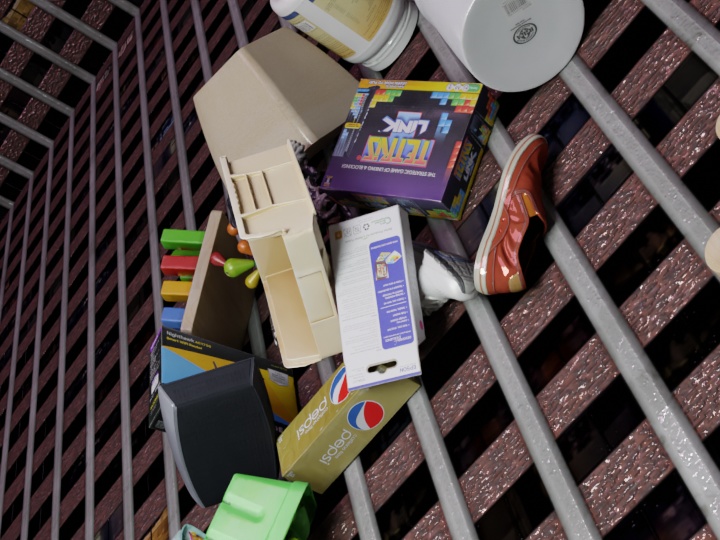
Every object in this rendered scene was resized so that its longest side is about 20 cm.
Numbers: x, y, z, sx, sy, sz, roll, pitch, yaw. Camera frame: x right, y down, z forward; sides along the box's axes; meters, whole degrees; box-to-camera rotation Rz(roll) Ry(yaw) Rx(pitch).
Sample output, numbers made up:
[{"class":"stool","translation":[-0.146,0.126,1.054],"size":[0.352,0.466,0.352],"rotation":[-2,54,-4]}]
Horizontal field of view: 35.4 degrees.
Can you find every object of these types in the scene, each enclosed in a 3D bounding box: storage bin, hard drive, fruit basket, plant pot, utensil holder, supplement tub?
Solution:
[{"class":"storage bin","translation":[-0.089,-0.019,1.378],"size":[0.092,0.202,0.200],"rotation":[-17,37,-3]},{"class":"hard drive","translation":[-0.167,0.206,1.388],"size":[0.133,0.202,0.043],"rotation":[-16,39,-10]},{"class":"fruit basket","translation":[-0.085,0.346,1.269],"size":[0.156,0.212,0.219],"rotation":[84,-161,-65]},{"class":"plant pot","translation":[-0.132,-0.245,1.705],"size":[0.199,0.178,0.200],"rotation":[-35,4,40]},{"class":"utensil holder","translation":[0.167,-0.333,1.386],"size":[0.170,0.169,0.201],"rotation":[-50,33,20]},{"class":"supplement tub","translation":[-0.023,-0.410,1.729],"size":[0.144,0.198,0.146],"rotation":[-39,36,35]}]

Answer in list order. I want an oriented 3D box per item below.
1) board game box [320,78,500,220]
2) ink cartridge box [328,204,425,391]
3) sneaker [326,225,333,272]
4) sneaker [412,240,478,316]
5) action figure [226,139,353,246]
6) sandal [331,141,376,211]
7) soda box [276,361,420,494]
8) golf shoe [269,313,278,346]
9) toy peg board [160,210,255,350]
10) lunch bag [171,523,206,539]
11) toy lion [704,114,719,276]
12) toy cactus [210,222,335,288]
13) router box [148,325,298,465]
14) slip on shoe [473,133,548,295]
[{"class":"board game box","translation":[0.061,-0.159,1.450],"size":[0.198,0.057,0.168],"rotation":[9,71,38]},{"class":"ink cartridge box","translation":[0.020,0.033,1.294],"size":[0.093,0.037,0.203],"rotation":[-15,68,23]},{"class":"sneaker","translation":[0.000,0.000,1.442],"size":[0.069,0.095,0.200],"rotation":[-14,18,-4]},{"class":"sneaker","translation":[0.083,0.017,1.335],"size":[0.200,0.073,0.089],"rotation":[22,97,68]},{"class":"action figure","translation":[-0.079,-0.106,1.541],"size":[0.199,0.119,0.102],"rotation":[-29,-19,-34]},{"class":"sandal","translation":[0.005,-0.141,1.588],"size":[0.048,0.075,0.201],"rotation":[-37,33,6]},{"class":"soda box","translation":[-0.018,0.172,1.354],"size":[0.201,0.063,0.068],"rotation":[-51,29,22]},{"class":"golf shoe","translation":[-0.059,0.078,1.516],"size":[0.199,0.077,0.096],"rotation":[16,102,58]},{"class":"toy peg board","translation":[-0.242,0.048,1.680],"size":[0.096,0.201,0.202],"rotation":[2,59,14]},{"class":"lunch bag","translation":[-0.224,0.451,1.397],"size":[0.171,0.121,0.201],"rotation":[-50,25,20]},{"class":"toy lion","translation":[0.387,-0.086,0.921],"size":[0.190,0.068,0.203],"rotation":[-14,54,45]},{"class":"toy cactus","translation":[-0.098,-0.029,1.596],"size":[0.164,0.198,0.104],"rotation":[34,137,42]},{"class":"router box","translation":[-0.180,0.165,1.484],"size":[0.051,0.198,0.150],"rotation":[-56,28,28]},{"class":"slip on shoe","translation":[0.179,-0.061,1.242],"size":[0.060,0.074,0.202],"rotation":[8,62,24]}]
